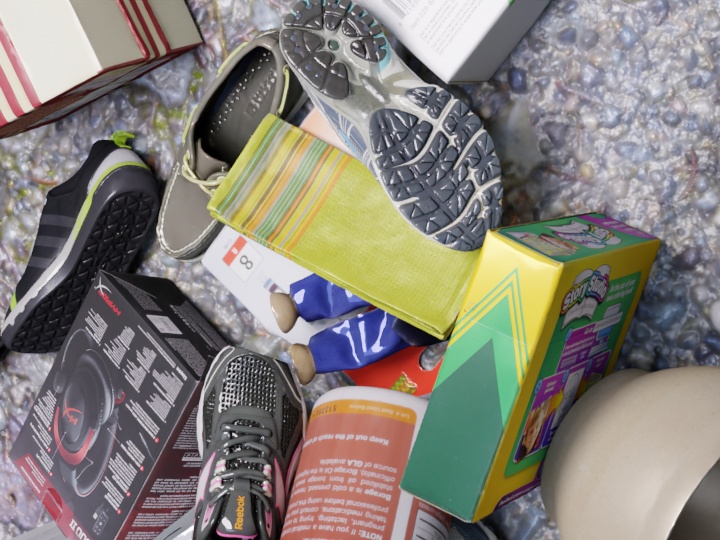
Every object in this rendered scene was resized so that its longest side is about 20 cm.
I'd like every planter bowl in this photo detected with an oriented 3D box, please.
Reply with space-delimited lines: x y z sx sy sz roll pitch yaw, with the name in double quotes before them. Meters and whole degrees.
"planter bowl" 0.202 0.144 1.068 0.135 0.200 0.201 31 109 43

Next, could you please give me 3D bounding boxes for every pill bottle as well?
"pill bottle" 0.000 0.188 1.119 0.112 0.112 0.200 2 61 24

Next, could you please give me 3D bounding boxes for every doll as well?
"doll" 0.044 0.021 1.166 0.199 0.048 0.137 -20 92 11

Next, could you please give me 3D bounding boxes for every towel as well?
"towel" -0.006 -0.033 1.154 0.200 0.018 0.086 28 84 20

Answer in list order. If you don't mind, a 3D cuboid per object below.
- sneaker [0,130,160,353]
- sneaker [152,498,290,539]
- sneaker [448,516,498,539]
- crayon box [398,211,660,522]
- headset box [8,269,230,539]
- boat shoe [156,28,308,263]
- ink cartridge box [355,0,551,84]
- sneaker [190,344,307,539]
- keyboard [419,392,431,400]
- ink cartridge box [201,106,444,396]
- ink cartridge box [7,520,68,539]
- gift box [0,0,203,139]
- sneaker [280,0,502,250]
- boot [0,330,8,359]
"sneaker" -0.222 -0.022 1.310 0.200 0.072 0.083 -52 48 21
"sneaker" -0.089 0.196 1.218 0.200 0.073 0.071 -36 100 1
"sneaker" 0.068 0.270 1.179 0.077 0.086 0.201 -1 102 19
"crayon box" 0.114 0.056 1.078 0.058 0.200 0.173 23 105 23
"headset box" -0.178 0.124 1.265 0.149 0.075 0.200 43 112 38
"boat shoe" -0.102 -0.091 1.237 0.072 0.060 0.202 37 110 14
"ink cartridge box" 0.046 -0.247 1.139 0.200 0.084 0.146 45 112 13
"sneaker" -0.077 0.153 1.134 0.080 0.086 0.201 1 92 -2
"keyboard" 0.025 0.165 1.225 0.200 0.021 0.127 -21 94 26
"ink cartridge box" 0.000 0.000 1.208 0.200 0.050 0.162 45 112 16
"ink cartridge box" -0.238 0.291 1.265 0.175 0.200 0.084 30 108 20
"gift box" -0.234 -0.217 1.224 0.200 0.185 0.187 -25 94 21
"sneaker" 0.026 -0.097 1.123 0.078 0.086 0.200 -36 83 -5
"boot" -0.328 0.016 1.357 0.132 0.070 0.200 45 122 10
